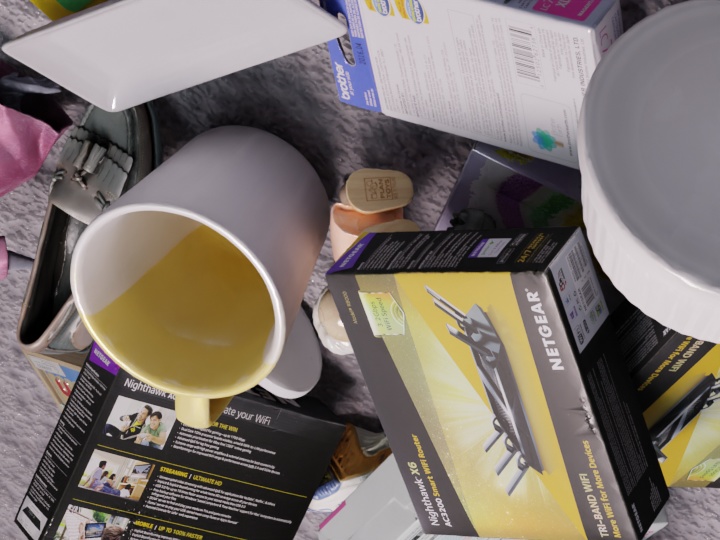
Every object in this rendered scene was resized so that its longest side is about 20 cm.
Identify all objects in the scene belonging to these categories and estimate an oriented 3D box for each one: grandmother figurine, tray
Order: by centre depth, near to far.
[{"bbox_3d":[-0.116,-0.151,1.606,0.200,0.022,0.107,-15,150,34],"label":"tray"},{"bbox_3d":[0.000,0.000,1.721,0.061,0.121,0.200,2,155,-8],"label":"grandmother figurine"}]

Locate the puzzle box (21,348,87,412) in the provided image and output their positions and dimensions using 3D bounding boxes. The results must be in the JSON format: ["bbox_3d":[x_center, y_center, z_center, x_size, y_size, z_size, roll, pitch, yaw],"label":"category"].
[{"bbox_3d":[-0.163,0.117,1.959,0.200,0.025,0.133,14,142,46],"label":"puzzle box"}]

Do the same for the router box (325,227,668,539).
[{"bbox_3d":[0.084,0.071,1.575,0.157,0.052,0.200,-2,122,35],"label":"router box"}]

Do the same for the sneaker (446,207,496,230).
[{"bbox_3d":[0.086,0.034,1.663,0.090,0.066,0.200,15,141,8],"label":"sneaker"}]

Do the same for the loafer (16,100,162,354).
[{"bbox_3d":[-0.187,-0.030,1.760,0.072,0.063,0.200,29,116,33],"label":"loafer"}]

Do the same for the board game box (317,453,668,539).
[{"bbox_3d":[0.092,0.179,1.815,0.200,0.064,0.148,4,150,-27],"label":"board game box"}]

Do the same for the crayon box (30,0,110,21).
[{"bbox_3d":[-0.168,-0.244,1.584,0.173,0.058,0.200,43,140,-17],"label":"crayon box"}]

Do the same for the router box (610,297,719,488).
[{"bbox_3d":[0.216,0.068,1.635,0.157,0.052,0.200,4,145,-27],"label":"router box"}]

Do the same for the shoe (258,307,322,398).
[{"bbox_3d":[-0.120,0.023,1.848,0.200,0.071,0.091,45,140,-11],"label":"shoe"}]

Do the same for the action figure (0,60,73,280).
[{"bbox_3d":[-0.279,-0.049,1.787,0.134,0.149,0.200,35,117,25],"label":"action figure"}]

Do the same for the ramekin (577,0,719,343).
[{"bbox_3d":[0.217,-0.049,1.471,0.202,0.202,0.094,22,152,7],"label":"ramekin"}]

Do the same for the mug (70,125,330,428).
[{"bbox_3d":[-0.102,-0.009,1.713,0.149,0.153,0.187,38,129,-5],"label":"mug"}]

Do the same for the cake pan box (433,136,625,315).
[{"bbox_3d":[0.134,0.003,1.687,0.184,0.052,0.200,29,142,3],"label":"cake pan box"}]

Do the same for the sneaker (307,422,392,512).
[{"bbox_3d":[0.017,0.159,1.911,0.200,0.075,0.088,-12,133,43],"label":"sneaker"}]

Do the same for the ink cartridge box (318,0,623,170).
[{"bbox_3d":[0.069,-0.132,1.567,0.200,0.042,0.119,16,140,28],"label":"ink cartridge box"}]

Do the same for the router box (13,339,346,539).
[{"bbox_3d":[-0.126,0.144,1.838,0.200,0.149,0.051,18,-168,-35],"label":"router box"}]
